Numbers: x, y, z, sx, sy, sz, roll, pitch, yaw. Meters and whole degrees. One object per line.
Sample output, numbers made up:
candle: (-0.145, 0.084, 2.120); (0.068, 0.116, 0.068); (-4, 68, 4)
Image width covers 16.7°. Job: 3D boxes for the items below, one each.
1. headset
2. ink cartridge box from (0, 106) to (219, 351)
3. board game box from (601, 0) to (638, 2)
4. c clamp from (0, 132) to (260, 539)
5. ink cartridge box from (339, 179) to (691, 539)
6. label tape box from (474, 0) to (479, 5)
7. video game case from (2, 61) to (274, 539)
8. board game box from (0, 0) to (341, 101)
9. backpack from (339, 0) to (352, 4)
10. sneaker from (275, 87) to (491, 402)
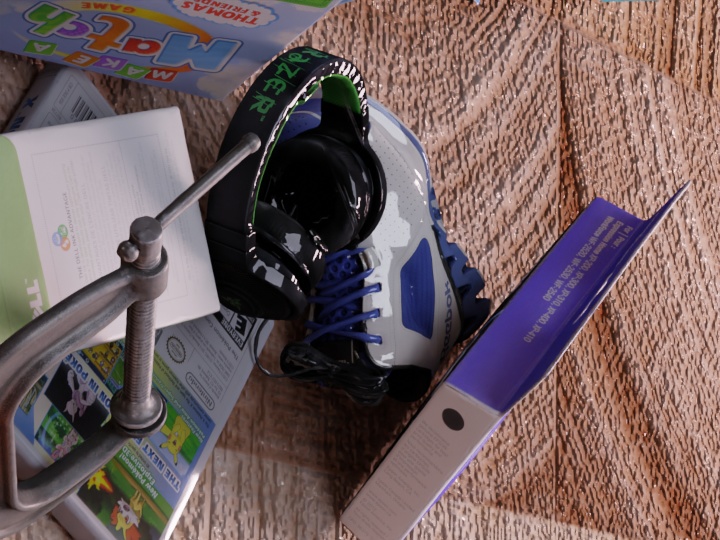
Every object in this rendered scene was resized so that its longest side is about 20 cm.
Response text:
headset: (-0.024, -0.017, 1.252); (0.124, 0.094, 0.201); (-49, 152, -41)
ink cartridge box: (-0.155, -0.012, 1.129); (0.200, 0.059, 0.104); (-15, 95, -55)
board game box: (0.150, -0.253, 1.572); (0.200, 0.047, 0.152); (-9, 100, -68)
c clamp: (-0.116, 0.046, 1.103); (0.027, 0.200, 0.171); (42, 57, 18)
ink cartridge box: (0.085, 0.045, 1.373); (0.043, 0.200, 0.198); (40, 45, 2)
label tape box: (0.052, -0.277, 1.492); (0.200, 0.063, 0.145); (36, 57, -43)
video game case: (-0.133, 0.027, 1.224); (0.200, 0.022, 0.183); (54, 45, -33)
board game box: (-0.084, -0.146, 1.138); (0.151, 0.200, 0.037); (11, 66, -29)
backpack: (-0.046, -0.218, 1.238); (0.134, 0.199, 0.183); (35, 57, -44)
sneaker: (0.000, 0.001, 1.355); (0.200, 0.080, 0.115); (57, 41, -32)
